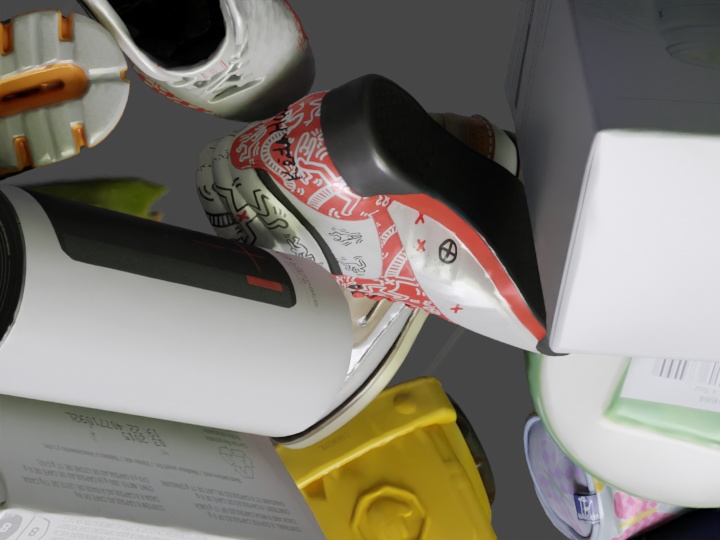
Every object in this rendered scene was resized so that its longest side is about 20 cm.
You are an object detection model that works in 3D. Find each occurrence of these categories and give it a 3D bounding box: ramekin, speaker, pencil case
[{"bbox_3d":[0.172,0.024,1.383,0.199,0.098,0.201,2,127,3],"label":"ramekin"},{"bbox_3d":[-0.093,0.018,1.111,0.200,0.081,0.081,14,123,-50],"label":"speaker"},{"bbox_3d":[0.190,0.085,1.563,0.199,0.083,0.091,-19,112,-21],"label":"pencil case"}]

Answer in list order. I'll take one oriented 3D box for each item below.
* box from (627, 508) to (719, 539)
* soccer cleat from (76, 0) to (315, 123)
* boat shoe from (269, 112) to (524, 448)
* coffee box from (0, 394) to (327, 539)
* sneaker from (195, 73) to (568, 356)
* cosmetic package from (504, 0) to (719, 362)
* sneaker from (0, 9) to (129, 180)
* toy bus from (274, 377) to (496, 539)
[{"bbox_3d":[0.243,0.173,1.576,0.199,0.148,0.105,-13,105,9],"label":"box"},{"bbox_3d":[-0.069,-0.100,1.129,0.069,0.085,0.200,-39,145,5],"label":"soccer cleat"},{"bbox_3d":[0.000,0.000,1.325,0.068,0.075,0.200,25,115,-33],"label":"boat shoe"},{"bbox_3d":[-0.172,0.107,1.187,0.199,0.200,0.198,16,122,-47],"label":"coffee box"},{"bbox_3d":[0.011,-0.013,1.242,0.108,0.068,0.201,-18,143,28],"label":"sneaker"},{"bbox_3d":[0.177,-0.064,1.211,0.198,0.200,0.123,3,129,-7],"label":"cosmetic package"},{"bbox_3d":[-0.191,-0.054,1.097,0.199,0.077,0.079,-11,98,-7],"label":"sneaker"},{"bbox_3d":[0.031,0.183,1.432,0.135,0.192,0.200,-28,152,-12],"label":"toy bus"}]
